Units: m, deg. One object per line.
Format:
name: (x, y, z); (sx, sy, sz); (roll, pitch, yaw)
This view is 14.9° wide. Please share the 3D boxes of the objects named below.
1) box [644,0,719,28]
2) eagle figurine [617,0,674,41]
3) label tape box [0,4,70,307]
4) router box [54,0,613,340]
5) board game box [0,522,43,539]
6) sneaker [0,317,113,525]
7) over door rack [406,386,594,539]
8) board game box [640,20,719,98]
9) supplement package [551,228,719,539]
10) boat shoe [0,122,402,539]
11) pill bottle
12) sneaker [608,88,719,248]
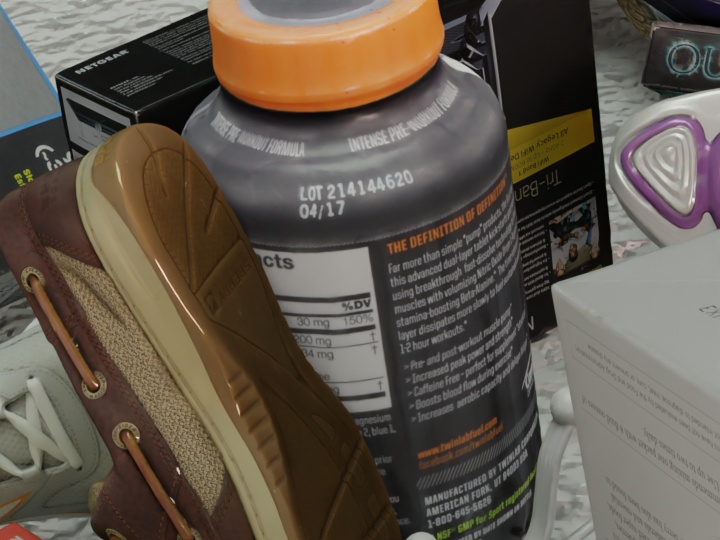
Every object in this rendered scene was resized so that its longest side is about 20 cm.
box: (0.170, -0.124, 1.001); (0.141, 0.079, 0.200); (16, 0, 24)
eagle figurine: (0.099, -0.137, 1.215); (0.152, 0.151, 0.201); (-35, 42, 45)
label tape box: (-0.161, -0.057, 1.044); (0.063, 0.145, 0.200); (-36, -6, 39)
router box: (-0.002, -0.028, 0.978); (0.200, 0.158, 0.052); (-26, 33, -31)
board game box: (-0.080, 0.148, 0.793); (0.101, 0.048, 0.200); (-28, 34, -32)
sneaker: (-0.132, 0.063, 0.893); (0.199, 0.076, 0.092); (-17, 9, 33)
over door rack: (0.130, 0.078, 0.847); (0.200, 0.067, 0.148); (-25, 34, -27)
board game box: (0.222, -0.057, 1.030); (0.199, 0.028, 0.135); (11, -2, 32)
supplement package: (0.137, 0.092, 0.665); (0.119, 0.201, 0.121); (-17, 22, -16)
boat shoe: (-0.048, 0.057, 0.822); (0.072, 0.201, 0.072); (-22, 13, 25)
pill bottle: (0.000, 0.000, 0.881); (0.106, 0.201, 0.106); (-6, 29, 3)
sneaker: (0.179, -0.014, 0.966); (0.199, 0.075, 0.100); (12, -2, -8)
